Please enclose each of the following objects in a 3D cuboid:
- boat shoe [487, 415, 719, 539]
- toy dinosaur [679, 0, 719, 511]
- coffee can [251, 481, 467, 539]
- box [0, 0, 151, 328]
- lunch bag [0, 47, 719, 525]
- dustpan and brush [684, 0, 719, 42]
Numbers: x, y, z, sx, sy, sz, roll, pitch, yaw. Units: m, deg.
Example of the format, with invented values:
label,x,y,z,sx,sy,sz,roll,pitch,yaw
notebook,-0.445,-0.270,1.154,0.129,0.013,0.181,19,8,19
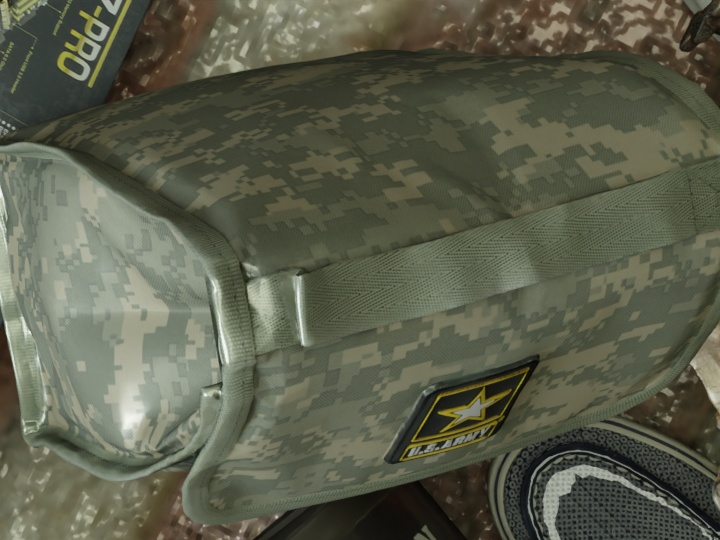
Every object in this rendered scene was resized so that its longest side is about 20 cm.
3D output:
label,x,y,z,sx,sy,sz,roll,pitch,yaw
boat shoe,0.122,0.120,0.865,0.200,0.093,0.075,40,93,1
toy dinosaur,0.141,-0.026,0.852,0.135,0.086,0.201,31,99,-9
coffee can,0.016,0.174,0.846,0.146,0.146,0.200,-40,90,3
box,-0.165,-0.054,0.842,0.161,0.049,0.201,28,78,-25
lunch bag,0.000,0.000,0.789,0.163,0.200,0.118,-14,99,-23
dustpan and brush,0.112,-0.180,0.883,0.139,0.057,0.200,-42,96,15
